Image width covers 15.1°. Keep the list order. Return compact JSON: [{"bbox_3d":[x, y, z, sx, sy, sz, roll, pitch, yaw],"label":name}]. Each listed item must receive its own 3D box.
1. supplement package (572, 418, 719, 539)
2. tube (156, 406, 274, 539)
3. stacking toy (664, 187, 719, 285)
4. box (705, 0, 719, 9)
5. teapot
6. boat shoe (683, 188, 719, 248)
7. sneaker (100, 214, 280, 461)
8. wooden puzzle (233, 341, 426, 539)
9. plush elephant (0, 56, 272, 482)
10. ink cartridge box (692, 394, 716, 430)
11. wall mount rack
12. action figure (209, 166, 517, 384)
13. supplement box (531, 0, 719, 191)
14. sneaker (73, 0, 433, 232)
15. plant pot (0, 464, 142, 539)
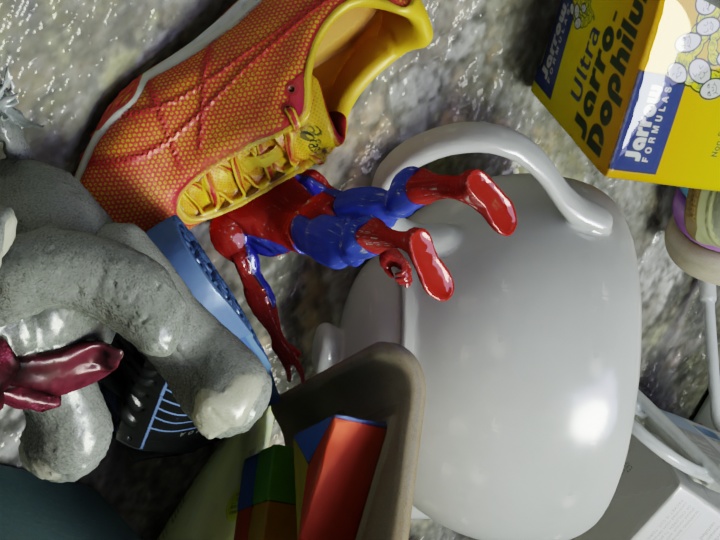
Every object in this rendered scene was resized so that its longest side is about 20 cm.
[{"bbox_3d":[0.194,0.182,1.559,0.200,0.121,0.120,34,104,-26],"label":"supplement package"},{"bbox_3d":[-0.089,0.156,1.356,0.052,0.058,0.201,18,101,-34],"label":"tube"},{"bbox_3d":[0.216,-0.094,1.495,0.085,0.085,0.201,-24,128,-36],"label":"stacking toy"},{"bbox_3d":[0.156,-0.245,1.215,0.104,0.184,0.201,-13,127,-41],"label":"box"},{"bbox_3d":[0.049,0.039,1.344,0.145,0.197,0.202,5,85,-11],"label":"teapot"},{"bbox_3d":[0.259,-0.029,1.470,0.199,0.063,0.074,-5,111,-41],"label":"boat shoe"},{"bbox_3d":[-0.086,0.041,1.217,0.078,0.070,0.200,-31,160,-6],"label":"sneaker"},{"bbox_3d":[-0.025,0.144,1.237,0.046,0.185,0.202,7,76,-18],"label":"wooden puzzle"},{"bbox_3d":[-0.161,0.029,1.089,0.155,0.164,0.201,-42,112,-38],"label":"plush elephant"},{"bbox_3d":[0.271,0.123,1.714,0.145,0.083,0.201,26,97,-53],"label":"ink cartridge box"},{"bbox_3d":[0.200,0.065,1.524,0.075,0.174,0.200,-50,145,12],"label":"wall mount rack"},{"bbox_3d":[0.000,0.000,1.209,0.065,0.199,0.099,-43,117,-23],"label":"action figure"},{"bbox_3d":[0.206,-0.107,1.379,0.199,0.110,0.110,5,115,-22],"label":"supplement box"},{"bbox_3d":[-0.054,-0.064,1.202,0.200,0.077,0.073,-46,144,0],"label":"sneaker"},{"bbox_3d":[-0.159,0.213,1.194,0.196,0.200,0.197,23,99,-54],"label":"plant pot"}]
